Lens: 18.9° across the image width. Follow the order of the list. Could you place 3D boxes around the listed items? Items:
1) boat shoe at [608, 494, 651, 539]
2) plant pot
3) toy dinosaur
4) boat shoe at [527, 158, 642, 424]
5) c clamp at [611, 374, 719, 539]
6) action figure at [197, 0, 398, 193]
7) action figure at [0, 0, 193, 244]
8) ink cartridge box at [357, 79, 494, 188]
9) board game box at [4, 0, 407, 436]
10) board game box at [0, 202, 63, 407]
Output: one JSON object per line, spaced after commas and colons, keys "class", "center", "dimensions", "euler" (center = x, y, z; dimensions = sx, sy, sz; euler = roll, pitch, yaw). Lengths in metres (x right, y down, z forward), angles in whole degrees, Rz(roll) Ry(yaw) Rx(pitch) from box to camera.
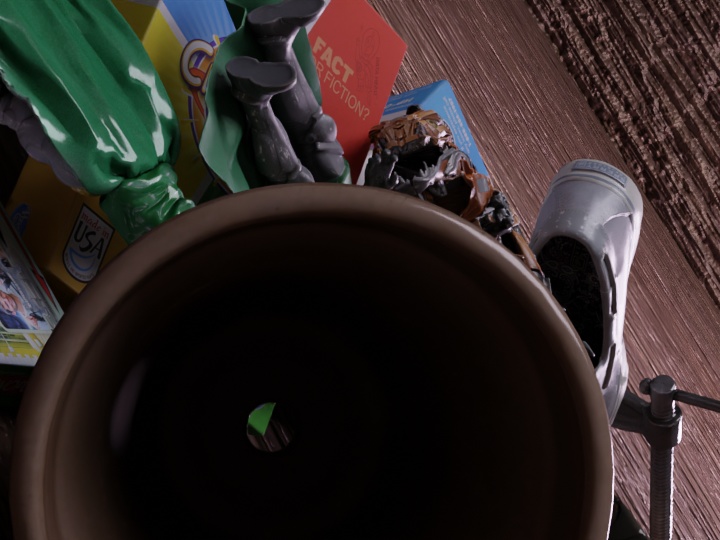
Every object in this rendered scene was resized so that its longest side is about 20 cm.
{"class": "boat shoe", "center": [0.152, 0.189, 1.250], "dimensions": [0.200, 0.076, 0.074], "euler": [38, -13, 28]}
{"class": "plant pot", "center": [-0.026, 0.068, 0.782], "dimensions": [0.201, 0.200, 0.175], "euler": [53, -6, -7]}
{"class": "toy dinosaur", "center": [0.053, -0.002, 1.025], "dimensions": [0.199, 0.102, 0.137], "euler": [24, 47, -51]}
{"class": "boat shoe", "center": [0.105, 0.036, 1.153], "dimensions": [0.072, 0.070, 0.202], "euler": [-55, 157, -44]}
{"class": "c clamp", "center": [0.154, 0.123, 1.265], "dimensions": [0.170, 0.027, 0.201], "euler": [23, -38, 20]}
{"class": "action figure", "center": [-0.017, -0.019, 0.900], "dimensions": [0.201, 0.054, 0.119], "euler": [74, 28, -44]}
{"class": "action figure", "center": [-0.128, -0.087, 0.816], "dimensions": [0.200, 0.055, 0.118], "euler": [52, 31, 11]}
{"class": "ink cartridge box", "center": [0.000, 0.000, 1.095], "dimensions": [0.200, 0.067, 0.116], "euler": [-46, 116, -51]}
{"class": "board game box", "center": [-0.064, -0.053, 0.927], "dimensions": [0.153, 0.040, 0.201], "euler": [41, 61, -45]}
{"class": "board game box", "center": [-0.181, -0.042, 0.781], "dimensions": [0.201, 0.029, 0.134], "euler": [58, 12, 14]}
